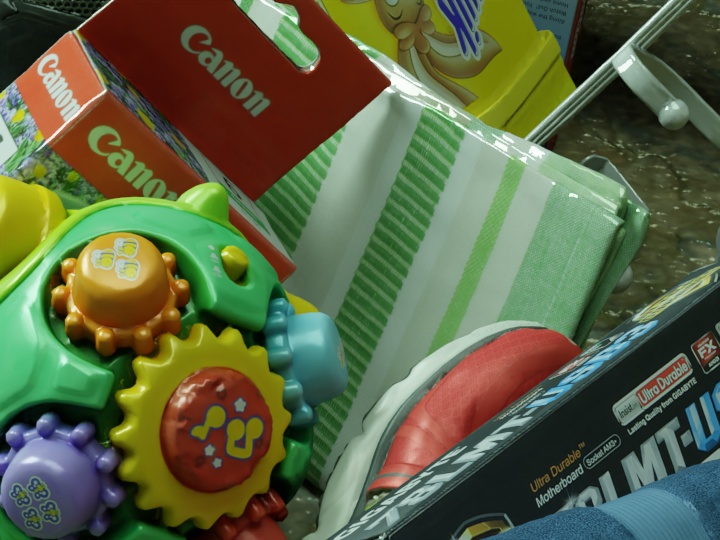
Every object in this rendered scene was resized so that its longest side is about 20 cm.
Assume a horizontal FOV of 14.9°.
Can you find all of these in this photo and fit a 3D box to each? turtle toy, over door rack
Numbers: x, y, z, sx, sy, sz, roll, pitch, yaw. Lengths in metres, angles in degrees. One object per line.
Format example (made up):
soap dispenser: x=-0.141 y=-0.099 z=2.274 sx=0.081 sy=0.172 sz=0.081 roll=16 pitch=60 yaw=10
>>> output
turtle toy: x=-0.075 y=0.067 z=0.884 sx=0.145 sy=0.201 sz=0.101 roll=22 pitch=-7 yaw=-33
over door rack: x=0.136 y=-0.063 z=1.059 sx=0.067 sy=0.148 sz=0.200 roll=50 pitch=15 yaw=9

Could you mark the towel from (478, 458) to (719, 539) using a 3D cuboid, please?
towel: x=0.078 y=0.115 z=0.737 sx=0.199 sy=0.048 sz=0.112 roll=-14 pitch=83 yaw=-40

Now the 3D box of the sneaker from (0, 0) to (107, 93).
sneaker: x=-0.123 y=-0.127 z=1.168 sx=0.198 sy=0.115 sz=0.076 roll=-18 pitch=23 yaw=-3

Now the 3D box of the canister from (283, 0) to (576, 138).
canister: x=-0.003 y=-0.130 z=1.111 sx=0.086 sy=0.201 sz=0.149 roll=-23 pitch=13 yaw=25

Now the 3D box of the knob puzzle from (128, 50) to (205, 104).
knob puzzle: x=-0.143 y=-0.032 z=1.056 sx=0.219 sy=0.031 sz=0.220 roll=-27 pitch=9 yaw=5

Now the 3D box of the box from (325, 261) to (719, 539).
box: x=0.102 y=0.121 z=0.815 sx=0.200 sy=0.050 sz=0.199 roll=-34 pitch=95 yaw=-41

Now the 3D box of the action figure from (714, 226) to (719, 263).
action figure: x=0.218 y=0.004 z=1.064 sx=0.193 sy=0.105 sz=0.201 roll=-10 pitch=62 yaw=-29

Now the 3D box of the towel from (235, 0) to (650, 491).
towel: x=0.000 y=0.000 z=1.006 sx=0.200 sy=0.153 sz=0.023 roll=33 pitch=16 yaw=34

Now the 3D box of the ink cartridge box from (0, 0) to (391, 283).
ink cartridge box: x=-0.084 y=-0.018 z=0.950 sx=0.200 sy=0.109 sz=0.050 roll=-42 pitch=37 yaw=7

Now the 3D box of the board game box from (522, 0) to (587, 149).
board game box: x=0.001 y=-0.127 z=1.216 sx=0.199 sy=0.104 sz=0.019 roll=16 pitch=13 yaw=14

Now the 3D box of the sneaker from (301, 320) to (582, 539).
sneaker: x=0.026 y=0.097 z=0.858 sx=0.085 sy=0.077 sz=0.200 roll=-3 pitch=42 yaw=49
